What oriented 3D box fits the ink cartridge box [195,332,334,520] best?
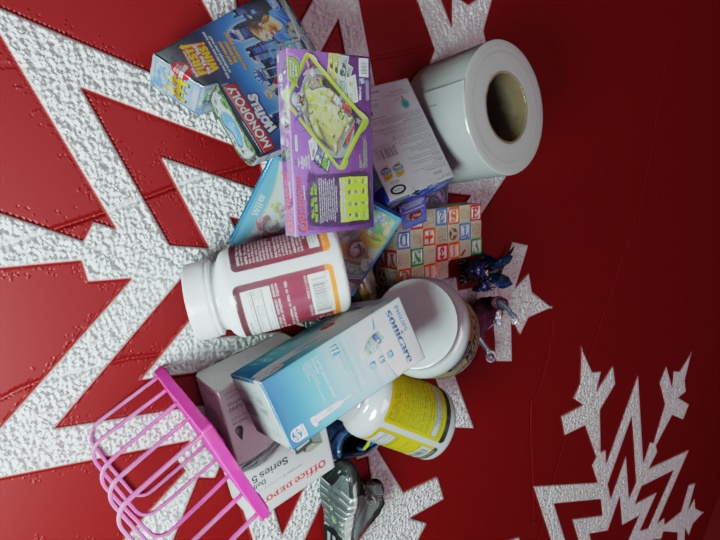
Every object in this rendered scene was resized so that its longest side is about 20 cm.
[{"bbox_3d":[-0.129,0.215,0.798,0.143,0.083,0.205,-23,111,-32],"label":"ink cartridge box"}]

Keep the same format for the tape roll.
[{"bbox_3d":[0.185,-0.251,0.922,0.199,0.138,0.209,-1,92,-38],"label":"tape roll"}]

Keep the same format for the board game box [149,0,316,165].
[{"bbox_3d":[-0.138,-0.224,0.684,0.197,0.062,0.203,-28,85,-29],"label":"board game box"}]

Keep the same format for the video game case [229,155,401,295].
[{"bbox_3d":[-0.060,-0.057,0.771,0.197,0.018,0.144,24,118,-21],"label":"video game case"}]

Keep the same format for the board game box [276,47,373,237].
[{"bbox_3d":[-0.038,-0.148,0.665,0.118,0.032,0.206,-10,103,-41],"label":"board game box"}]

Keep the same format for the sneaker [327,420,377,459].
[{"bbox_3d":[0.021,0.267,0.929,0.196,0.078,0.068,-6,99,-38],"label":"sneaker"}]

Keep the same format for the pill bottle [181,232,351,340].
[{"bbox_3d":[-0.118,0.018,0.720,0.195,0.114,0.117,-13,107,-7],"label":"pill bottle"}]

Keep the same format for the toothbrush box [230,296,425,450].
[{"bbox_3d":[-0.042,0.117,0.694,0.197,0.146,0.087,-28,96,-25],"label":"toothbrush box"}]

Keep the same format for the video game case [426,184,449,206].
[{"bbox_3d":[0.095,-0.097,0.965,0.140,0.019,0.206,-1,97,-38],"label":"video game case"}]

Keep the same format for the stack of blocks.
[{"bbox_3d":[0.116,-0.047,0.942,0.196,0.058,0.119,-11,104,-36],"label":"stack of blocks"}]

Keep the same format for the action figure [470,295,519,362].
[{"bbox_3d":[0.208,0.095,1.055,0.198,0.148,0.136,-23,146,-50],"label":"action figure"}]

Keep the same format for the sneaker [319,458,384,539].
[{"bbox_3d":[-0.006,0.359,0.920,0.114,0.074,0.204,-27,134,-41],"label":"sneaker"}]

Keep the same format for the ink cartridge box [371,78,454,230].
[{"bbox_3d":[0.047,-0.165,0.833,0.134,0.076,0.204,-23,83,-31],"label":"ink cartridge box"}]

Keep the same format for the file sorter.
[{"bbox_3d":[-0.222,0.232,0.658,0.125,0.198,0.141,-37,118,-23],"label":"file sorter"}]

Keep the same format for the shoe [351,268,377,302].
[{"bbox_3d":[0.000,0.000,0.873,0.053,0.070,0.204,-28,112,-21],"label":"shoe"}]

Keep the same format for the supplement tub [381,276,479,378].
[{"bbox_3d":[0.104,0.090,0.865,0.200,0.141,0.148,29,78,-69],"label":"supplement tub"}]

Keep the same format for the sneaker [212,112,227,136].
[{"bbox_3d":[-0.106,-0.171,0.751,0.199,0.090,0.067,40,72,-35],"label":"sneaker"}]

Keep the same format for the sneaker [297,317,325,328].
[{"bbox_3d":[-0.045,0.066,0.847,0.199,0.074,0.082,42,72,-34],"label":"sneaker"}]

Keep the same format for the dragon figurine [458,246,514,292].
[{"bbox_3d":[0.250,0.000,1.050,0.196,0.098,0.061,-10,104,-36],"label":"dragon figurine"}]

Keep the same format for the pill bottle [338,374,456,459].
[{"bbox_3d":[0.041,0.205,0.853,0.197,0.112,0.115,28,80,-29],"label":"pill bottle"}]
